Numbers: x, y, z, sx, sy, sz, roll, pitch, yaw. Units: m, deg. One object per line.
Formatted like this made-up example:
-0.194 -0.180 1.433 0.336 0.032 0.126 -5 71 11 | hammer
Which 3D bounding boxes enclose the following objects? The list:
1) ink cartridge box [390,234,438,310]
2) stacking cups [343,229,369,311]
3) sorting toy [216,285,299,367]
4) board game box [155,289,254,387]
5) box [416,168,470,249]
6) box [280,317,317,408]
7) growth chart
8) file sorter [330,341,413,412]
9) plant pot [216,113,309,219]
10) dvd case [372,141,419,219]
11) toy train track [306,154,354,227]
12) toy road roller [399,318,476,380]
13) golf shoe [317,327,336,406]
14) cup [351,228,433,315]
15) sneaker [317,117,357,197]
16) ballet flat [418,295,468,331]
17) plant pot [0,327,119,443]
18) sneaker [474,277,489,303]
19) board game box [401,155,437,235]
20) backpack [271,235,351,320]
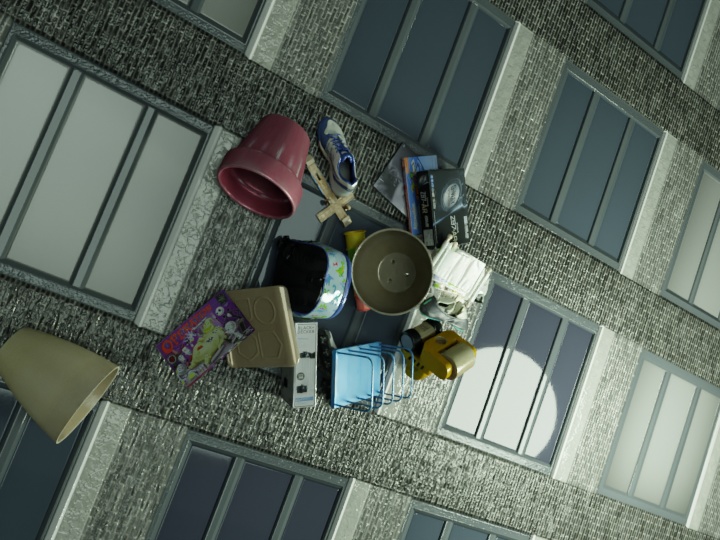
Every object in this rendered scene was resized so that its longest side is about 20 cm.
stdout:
0.137 0.000 1.636 0.113 0.066 0.205 6 90 -23 | ink cartridge box
0.000 0.000 1.587 0.059 0.060 0.205 -13 102 -22 | stacking cups
-0.239 0.133 1.442 0.036 0.196 0.190 -24 106 -63 | sorting toy
-0.354 0.155 1.411 0.199 0.032 0.120 -41 78 -5 | board game box
0.221 -0.165 1.633 0.158 0.043 0.205 -10 96 -44 | box
-0.150 0.218 1.497 0.059 0.116 0.205 0 92 -23 | box
0.256 0.010 1.625 0.198 0.018 0.146 32 103 -30 | growth chart
0.033 0.263 1.530 0.198 0.121 0.142 -1 94 -55 | file sorter
-0.206 -0.247 1.419 0.198 0.199 0.182 32 65 -21 | plant pot
0.143 -0.220 1.655 0.199 0.016 0.150 40 77 -20 | dvd case
-0.080 -0.199 1.550 0.114 0.032 0.202 -38 105 -17 | toy train track
0.193 0.231 1.611 0.122 0.199 0.149 -22 133 -38 | toy road roller
-0.064 0.238 1.569 0.093 0.077 0.205 -17 100 -42 | golf shoe
0.083 0.004 1.515 0.195 0.143 0.205 0 89 8 | cup
-0.047 -0.288 1.518 0.074 0.088 0.204 -16 87 -27 | sneaker
0.237 0.109 1.620 0.198 0.072 0.075 22 84 -40 | ballet flat
-0.636 0.214 1.266 0.199 0.187 0.189 39 78 -6 | plant pot
0.279 0.006 1.698 0.198 0.074 0.090 32 80 -31 | sneaker
0.167 -0.201 1.646 0.101 0.019 0.205 -9 96 -25 | board game box
-0.107 0.025 1.460 0.145 0.198 0.187 17 85 -42 | backpack
